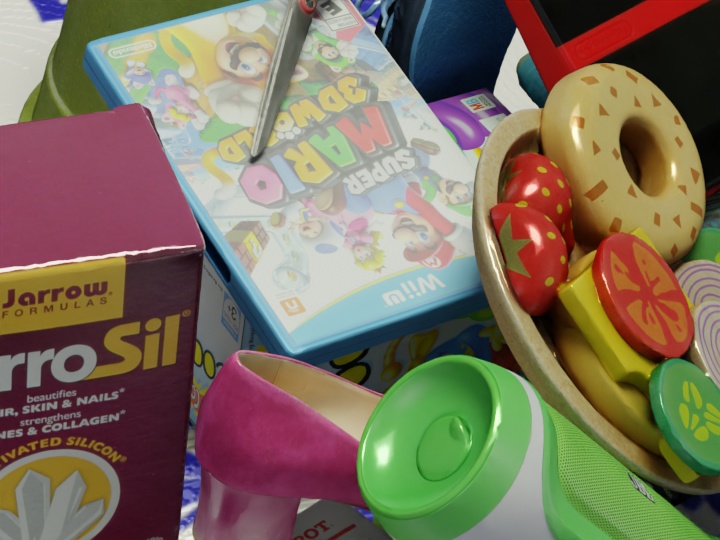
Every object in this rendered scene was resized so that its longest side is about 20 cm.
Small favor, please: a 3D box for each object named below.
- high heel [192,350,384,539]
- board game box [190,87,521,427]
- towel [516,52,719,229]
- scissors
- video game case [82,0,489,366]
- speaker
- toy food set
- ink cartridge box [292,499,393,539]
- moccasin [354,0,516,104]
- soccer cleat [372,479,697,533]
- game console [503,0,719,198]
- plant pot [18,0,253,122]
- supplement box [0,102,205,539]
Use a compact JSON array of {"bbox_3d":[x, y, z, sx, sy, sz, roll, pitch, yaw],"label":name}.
[{"bbox_3d":[0.021,0.061,1.083,0.199,0.096,0.067,-5,39,-23],"label":"high heel"},{"bbox_3d":[0.000,0.000,1.250,0.199,0.103,0.105,-17,46,-28],"label":"board game box"},{"bbox_3d":[0.184,-0.070,1.331,0.146,0.022,0.200,-15,41,-17],"label":"towel"},{"bbox_3d":[-0.029,-0.142,1.226,0.014,0.073,0.200,-8,37,37],"label":"scissors"},{"bbox_3d":[-0.023,-0.049,1.194,0.142,0.018,0.200,-17,57,-29],"label":"video game case"},{"bbox_3d":[0.086,0.113,1.060,0.200,0.088,0.089,39,20,-38],"label":"speaker"},{"bbox_3d":[0.127,0.009,1.143,0.199,0.049,0.200,56,33,-1],"label":"toy food set"},{"bbox_3d":[-0.013,0.171,1.068,0.200,0.068,0.115,35,44,29],"label":"ink cartridge box"},{"bbox_3d":[0.031,-0.117,1.320,0.080,0.201,0.068,-22,56,-27],"label":"moccasin"},{"bbox_3d":[0.100,0.114,1.172,0.199,0.068,0.081,-10,63,-23],"label":"soccer cleat"},{"bbox_3d":[0.164,-0.132,1.279,0.199,0.031,0.178,-29,91,-32],"label":"game console"},{"bbox_3d":[-0.078,-0.140,1.338,0.198,0.191,0.201,5,40,-4],"label":"plant pot"},{"bbox_3d":[-0.144,0.043,1.095,0.130,0.201,0.103,-8,41,-18],"label":"supplement box"}]
